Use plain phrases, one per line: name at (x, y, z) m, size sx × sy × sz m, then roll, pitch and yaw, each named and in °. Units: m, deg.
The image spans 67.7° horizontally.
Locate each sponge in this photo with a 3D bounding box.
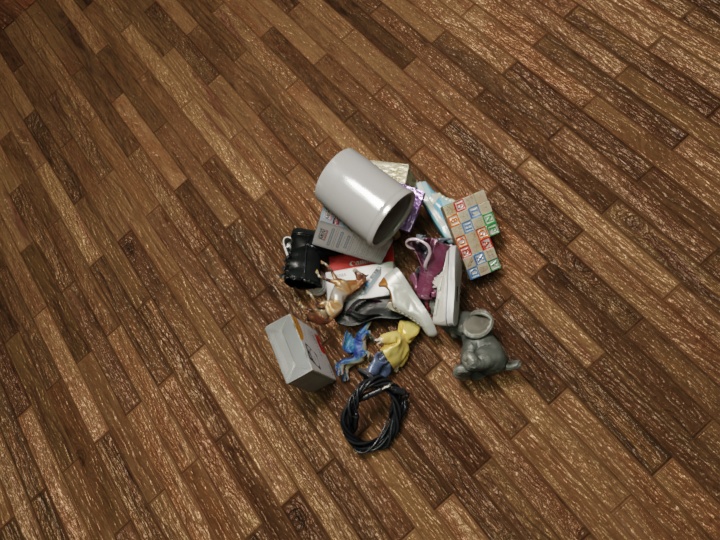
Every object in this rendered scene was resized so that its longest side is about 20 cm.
sponge at (0.063, -0.188, 1.416) m, size 0.198 × 0.030 × 0.113 m, roll 24°, pitch 96°, yaw 15°

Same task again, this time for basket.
basket at (0.049, -0.224, 1.512) m, size 0.197 × 0.123 × 0.138 m, roll 8°, pitch 75°, yaw 18°

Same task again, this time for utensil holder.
utensil holder at (0.008, -0.180, 1.331) m, size 0.199 × 0.170 × 0.171 m, roll 39°, pitch 85°, yaw 15°

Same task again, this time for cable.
cable at (0.029, 0.361, 1.324) m, size 0.202 × 0.162 × 0.051 m, roll -61°, pitch 28°, yaw 5°

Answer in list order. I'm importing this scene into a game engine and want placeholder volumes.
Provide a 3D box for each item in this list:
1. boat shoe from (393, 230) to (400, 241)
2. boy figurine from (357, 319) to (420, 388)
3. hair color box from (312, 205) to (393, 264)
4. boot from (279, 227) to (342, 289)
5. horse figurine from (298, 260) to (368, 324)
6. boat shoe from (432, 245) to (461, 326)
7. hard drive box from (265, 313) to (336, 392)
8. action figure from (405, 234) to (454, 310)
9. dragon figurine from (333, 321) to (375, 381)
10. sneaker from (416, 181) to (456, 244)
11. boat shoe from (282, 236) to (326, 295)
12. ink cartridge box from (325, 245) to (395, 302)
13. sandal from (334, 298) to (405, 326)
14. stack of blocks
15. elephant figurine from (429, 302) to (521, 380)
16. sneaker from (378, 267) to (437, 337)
boat shoe at (0.018, -0.106, 1.508) m, size 0.197 × 0.072 × 0.065 m, roll 13°, pitch 61°, yaw 28°
boy figurine at (0.078, 0.202, 1.377) m, size 0.064 × 0.125 × 0.201 m, roll 17°, pitch 63°, yaw 50°
hair color box at (-0.020, -0.093, 1.428) m, size 0.197 × 0.100 × 0.061 m, roll 16°, pitch 49°, yaw -9°
boot at (-0.117, -0.027, 1.474) m, size 0.195 × 0.074 × 0.165 m, roll 8°, pitch 60°, yaw -5°
horse figurine at (-0.078, 0.065, 1.405) m, size 0.131 × 0.050 × 0.202 m, roll 30°, pitch 65°, yaw -8°
boat shoe at (0.210, 0.037, 1.322) m, size 0.065 × 0.072 × 0.204 m, roll -1°, pitch 78°, yaw 25°
hard drive box at (-0.151, 0.217, 1.384) m, size 0.076 × 0.200 × 0.157 m, roll -27°, pitch 68°, yaw 4°
action figure at (0.184, 0.014, 1.384) m, size 0.132 × 0.148 × 0.204 m, roll 13°, pitch 103°, yaw 26°
dragon figurine at (-0.014, 0.193, 1.430) m, size 0.098 × 0.059 × 0.203 m, roll 2°, pitch 75°, yaw 16°
sneaker at (0.246, -0.182, 1.471) m, size 0.129 × 0.080 × 0.202 m, roll -31°, pitch 77°, yaw 6°
boat shoe at (-0.166, -0.013, 1.535) m, size 0.073 × 0.065 × 0.200 m, roll -40°, pitch 67°, yaw 0°
ink cartridge box at (0.000, 0.000, 1.497) m, size 0.197 × 0.045 × 0.179 m, roll -10°, pitch 71°, yaw 12°
sandal at (0.025, 0.099, 1.416) m, size 0.197 × 0.048 × 0.076 m, roll -8°, pitch 61°, yaw 5°
stack of blocks at (0.297, -0.092, 1.391) m, size 0.114 × 0.059 × 0.203 m, roll -21°, pitch 94°, yaw 3°
elephant figurine at (0.276, 0.157, 1.325) m, size 0.153 × 0.141 × 0.203 m, roll 10°, pitch 59°, yaw -26°
sneaker at (0.117, 0.097, 1.377) m, size 0.084 × 0.073 × 0.201 m, roll -34°, pitch 84°, yaw -3°
